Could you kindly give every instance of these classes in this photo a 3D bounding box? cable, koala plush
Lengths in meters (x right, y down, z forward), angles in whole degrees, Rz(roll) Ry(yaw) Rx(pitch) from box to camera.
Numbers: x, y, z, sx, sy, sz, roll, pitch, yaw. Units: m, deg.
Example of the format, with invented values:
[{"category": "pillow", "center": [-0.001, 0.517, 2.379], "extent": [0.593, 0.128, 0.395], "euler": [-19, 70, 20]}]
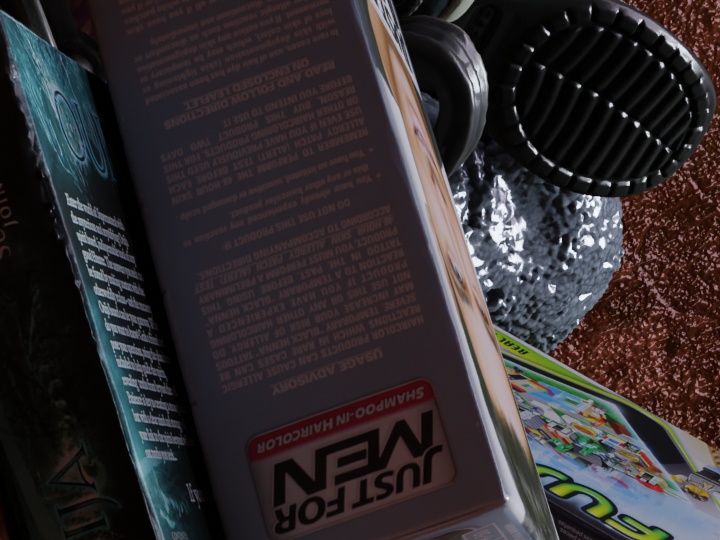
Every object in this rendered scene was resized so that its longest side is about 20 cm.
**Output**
[{"category": "cable", "center": [0.000, 0.000, 0.851], "extent": [0.050, 0.097, 0.201], "euler": [-34, 137, -50]}, {"category": "koala plush", "center": [-0.002, 0.006, 0.992], "extent": [0.200, 0.182, 0.178], "euler": [-59, 160, -55]}]

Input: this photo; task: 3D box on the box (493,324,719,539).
[{"category": "box", "center": [0.039, 0.053, 0.740], "extent": [0.110, 0.199, 0.035], "euler": [-15, 130, -62]}]

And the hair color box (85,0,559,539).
[{"category": "hair color box", "center": [-0.013, -0.020, 0.582], "extent": [0.099, 0.060, 0.201], "euler": [54, 19, -68]}]

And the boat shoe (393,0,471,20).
[{"category": "boat shoe", "center": [-0.003, -0.163, 0.794], "extent": [0.074, 0.066, 0.201], "euler": [28, -48, 38]}]

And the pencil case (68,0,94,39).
[{"category": "pencil case", "center": [-0.092, -0.148, 0.942], "extent": [0.084, 0.085, 0.201], "euler": [16, 45, -43]}]

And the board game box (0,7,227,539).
[{"category": "board game box", "center": [-0.046, 0.025, 0.574], "extent": [0.200, 0.028, 0.136], "euler": [34, 37, -79]}]

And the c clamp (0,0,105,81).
[{"category": "c clamp", "center": [-0.089, -0.070, 0.733], "extent": [0.200, 0.027, 0.172], "euler": [-112, -176, -81]}]

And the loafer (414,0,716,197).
[{"category": "loafer", "center": [0.049, -0.095, 0.943], "extent": [0.199, 0.073, 0.071], "euler": [27, 22, -32]}]
